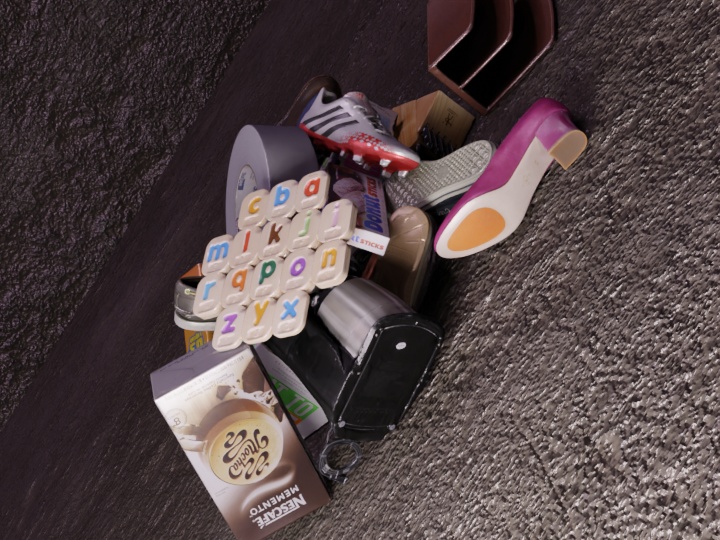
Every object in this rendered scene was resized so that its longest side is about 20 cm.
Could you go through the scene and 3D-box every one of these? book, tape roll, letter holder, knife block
[{"bbox_3d":[-0.119,0.156,1.347,0.200,0.133,0.048,-41,25,38],"label":"book"},{"bbox_3d":[-0.110,-0.076,1.374,0.200,0.065,0.203,179,90,-69],"label":"tape roll"},{"bbox_3d":[0.167,-0.321,1.444,0.142,0.100,0.201,-43,24,29],"label":"letter holder"},{"bbox_3d":[0.067,-0.137,1.453,0.177,0.064,0.200,-62,21,-14],"label":"knife block"}]

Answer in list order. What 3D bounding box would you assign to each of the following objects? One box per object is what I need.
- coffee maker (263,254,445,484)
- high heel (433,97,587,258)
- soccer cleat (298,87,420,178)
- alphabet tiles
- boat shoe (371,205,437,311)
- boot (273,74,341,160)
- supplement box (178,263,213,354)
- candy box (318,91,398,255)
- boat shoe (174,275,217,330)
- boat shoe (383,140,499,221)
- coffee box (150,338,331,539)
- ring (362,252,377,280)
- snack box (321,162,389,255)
[{"bbox_3d":[-0.038,0.077,1.181,0.192,0.135,0.200,-48,46,-2],"label":"coffee maker"},{"bbox_3d":[0.146,-0.100,1.192,0.200,0.067,0.096,-47,32,14],"label":"high heel"},{"bbox_3d":[0.001,-0.168,1.338,0.199,0.068,0.086,22,89,47],"label":"soccer cleat"},{"bbox_3d":[-0.091,-0.010,1.177,0.198,0.015,0.197,-15,53,32],"label":"alphabet tiles"},{"bbox_3d":[0.042,0.027,1.267,0.071,0.065,0.202,22,99,33],"label":"boat shoe"},{"bbox_3d":[-0.085,-0.162,1.467,0.201,0.074,0.097,-63,12,9],"label":"boot"},{"bbox_3d":[-0.215,0.095,1.644,0.066,0.068,0.202,-32,61,44],"label":"supplement box"},{"bbox_3d":[-0.030,-0.102,1.470,0.168,0.071,0.202,-48,24,52],"label":"candy box"},{"bbox_3d":[-0.139,0.035,1.441,0.072,0.199,0.061,-112,21,-60],"label":"boat shoe"},{"bbox_3d":[0.097,-0.094,1.291,0.199,0.062,0.075,-17,54,46],"label":"boat shoe"},{"bbox_3d":[-0.126,0.177,1.196,0.112,0.201,0.080,-28,21,-4],"label":"coffee box"},{"bbox_3d":[0.000,0.000,1.435,0.201,0.019,0.201,-59,13,22],"label":"ring"},{"bbox_3d":[-0.007,-0.073,1.273,0.200,0.071,0.025,-93,24,-67],"label":"snack box"}]
